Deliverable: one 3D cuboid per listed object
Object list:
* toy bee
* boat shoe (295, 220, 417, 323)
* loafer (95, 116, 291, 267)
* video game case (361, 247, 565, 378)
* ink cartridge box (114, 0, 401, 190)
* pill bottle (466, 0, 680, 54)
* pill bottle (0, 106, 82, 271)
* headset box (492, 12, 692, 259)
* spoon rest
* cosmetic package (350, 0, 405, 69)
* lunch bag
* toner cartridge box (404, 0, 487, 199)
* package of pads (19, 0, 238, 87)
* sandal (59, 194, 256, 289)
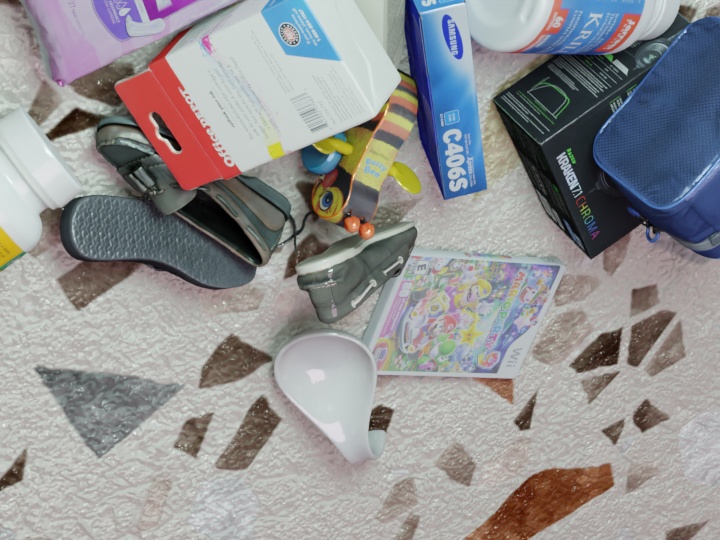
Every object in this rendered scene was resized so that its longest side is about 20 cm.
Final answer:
[{"bbox_3d":[-0.001,-0.079,1.593,0.131,0.109,0.200,-1,122,-29],"label":"toy bee"},{"bbox_3d":[0.000,0.000,1.628,0.200,0.067,0.057,-27,104,-62],"label":"boat shoe"},{"bbox_3d":[-0.141,-0.066,1.526,0.200,0.072,0.063,27,64,-35],"label":"loafer"},{"bbox_3d":[0.101,0.045,1.813,0.200,0.018,0.143,4,121,-33],"label":"video game case"},{"bbox_3d":[-0.084,-0.151,1.436,0.200,0.067,0.116,-19,114,32],"label":"ink cartridge box"},{"bbox_3d":[0.188,-0.244,1.571,0.200,0.112,0.112,-5,126,-41],"label":"pill bottle"},{"bbox_3d":[-0.326,-0.039,1.425,0.200,0.113,0.113,-36,134,-3],"label":"pill bottle"},{"bbox_3d":[0.253,-0.141,1.712,0.200,0.093,0.174,-35,135,-5],"label":"headset box"},{"bbox_3d":[-0.019,0.128,1.765,0.099,0.061,0.200,-15,136,10],"label":"spoon rest"},{"bbox_3d":[-0.012,-0.246,1.449,0.087,0.103,0.200,9,126,9],"label":"cosmetic package"},{"bbox_3d":[0.318,-0.108,1.616,0.200,0.136,0.132,-49,134,9],"label":"lunch bag"},{"bbox_3d":[0.071,-0.170,1.574,0.043,0.095,0.200,-14,131,-5],"label":"toner cartridge box"},{"bbox_3d":[-0.174,-0.239,1.391,0.200,0.076,0.121,-27,136,-11],"label":"package of pads"},{"bbox_3d":[-0.175,-0.031,1.568,0.200,0.043,0.076,14,78,-38],"label":"sandal"}]
